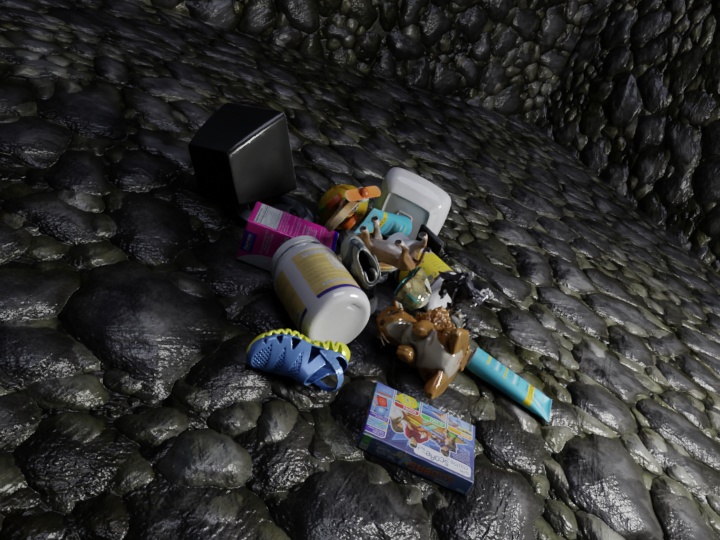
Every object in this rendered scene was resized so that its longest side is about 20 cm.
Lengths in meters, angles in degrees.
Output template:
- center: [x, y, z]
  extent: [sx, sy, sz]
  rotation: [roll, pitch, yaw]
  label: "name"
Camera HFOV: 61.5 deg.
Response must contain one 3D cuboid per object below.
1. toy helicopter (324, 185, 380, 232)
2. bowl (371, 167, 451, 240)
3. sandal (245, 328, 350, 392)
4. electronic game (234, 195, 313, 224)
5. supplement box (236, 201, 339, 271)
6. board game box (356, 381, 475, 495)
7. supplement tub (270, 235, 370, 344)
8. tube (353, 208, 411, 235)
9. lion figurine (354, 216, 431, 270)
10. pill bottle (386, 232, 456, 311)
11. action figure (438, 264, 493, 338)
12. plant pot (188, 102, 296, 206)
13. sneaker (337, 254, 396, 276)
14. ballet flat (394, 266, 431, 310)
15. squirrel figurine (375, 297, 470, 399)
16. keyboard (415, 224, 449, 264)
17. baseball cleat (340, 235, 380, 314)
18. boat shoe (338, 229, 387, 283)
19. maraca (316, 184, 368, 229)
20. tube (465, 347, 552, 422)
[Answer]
- center: [-0.028, -0.135, 1.341]
  extent: [0.079, 0.131, 0.200]
  rotation: [50, 25, -9]
  label: "toy helicopter"
- center: [0.121, -0.150, 1.604]
  extent: [0.197, 0.202, 0.075]
  rotation: [29, 40, 7]
  label: "bowl"
- center: [-0.102, 0.160, 1.049]
  extent: [0.196, 0.080, 0.088]
  rotation: [10, 36, -22]
  label: "sandal"
- center: [-0.211, -0.140, 1.484]
  extent: [0.196, 0.042, 0.201]
  rotation: [12, 28, -7]
  label: "electronic game"
- center: [-0.158, -0.055, 1.326]
  extent: [0.196, 0.103, 0.104]
  rotation: [21, 29, -6]
  label: "supplement box"
- center: [0.100, 0.284, 1.038]
  extent: [0.197, 0.035, 0.136]
  rotation: [25, 30, 0]
  label: "board game box"
- center: [-0.084, 0.040, 1.182]
  extent: [0.143, 0.147, 0.201]
  rotation: [0, 37, -36]
  label: "supplement tub"
- center: [0.059, -0.115, 1.478]
  extent: [0.050, 0.078, 0.199]
  rotation: [47, 23, 24]
  label: "tube"
- center: [0.060, -0.039, 1.243]
  extent: [0.198, 0.124, 0.072]
  rotation: [27, 54, 28]
  label: "lion figurine"
- center: [0.138, -0.001, 1.454]
  extent: [0.110, 0.113, 0.200]
  rotation: [-6, 41, -43]
  label: "pill bottle"
- center: [0.220, 0.059, 1.318]
  extent: [0.117, 0.203, 0.102]
  rotation: [27, 43, 24]
  label: "action figure"
- center: [-0.293, -0.263, 1.449]
  extent: [0.196, 0.203, 0.177]
  rotation: [17, 42, 30]
  label: "plant pot"
- center: [0.000, 0.000, 1.364]
  extent: [0.197, 0.088, 0.076]
  rotation: [-11, 55, -37]
  label: "sneaker"
- center: [0.112, 0.040, 1.220]
  extent: [0.070, 0.072, 0.200]
  rotation: [28, 12, 7]
  label: "ballet flat"
- center: [0.124, 0.139, 1.227]
  extent: [0.184, 0.144, 0.199]
  rotation: [27, 13, 26]
  label: "squirrel figurine"
- center: [0.182, -0.050, 1.508]
  extent: [0.039, 0.200, 0.104]
  rotation: [-38, 78, -12]
  label: "keyboard"
- center: [0.006, 0.029, 1.230]
  extent: [0.069, 0.203, 0.106]
  rotation: [-27, 37, -14]
  label: "baseball cleat"
- center: [0.017, -0.055, 1.493]
  extent: [0.073, 0.068, 0.200]
  rotation: [-4, 40, -41]
  label: "boat shoe"
- center: [-0.043, -0.158, 1.538]
  extent: [0.134, 0.109, 0.200]
  rotation: [-12, -4, 4]
  label: "maraca"
- center: [0.314, 0.239, 1.272]
  extent: [0.198, 0.051, 0.078]
  rotation: [34, 37, 5]
  label: "tube"
